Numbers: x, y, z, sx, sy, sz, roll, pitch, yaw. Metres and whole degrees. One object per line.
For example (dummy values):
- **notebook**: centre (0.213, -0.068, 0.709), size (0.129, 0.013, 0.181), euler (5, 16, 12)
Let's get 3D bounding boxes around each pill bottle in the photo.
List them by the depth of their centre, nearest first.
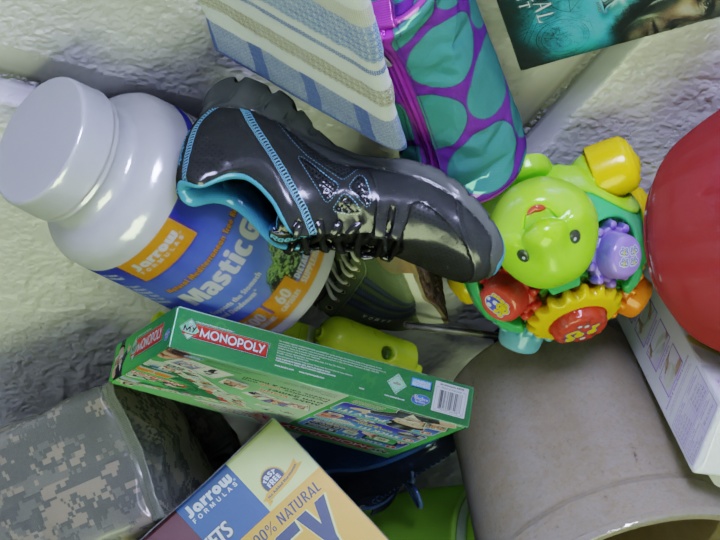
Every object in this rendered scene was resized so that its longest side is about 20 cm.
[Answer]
- **pill bottle**: centre (-0.119, -0.040, 1.566), size (0.112, 0.112, 0.200), euler (-34, 137, 30)

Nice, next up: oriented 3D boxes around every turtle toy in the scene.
- **turtle toy**: centre (0.121, -0.013, 1.631), size (0.145, 0.101, 0.200), euler (-21, 154, 5)

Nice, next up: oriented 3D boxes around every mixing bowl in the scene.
- **mixing bowl**: centre (0.248, -0.022, 1.624), size (0.108, 0.201, 0.200), euler (-7, 149, 35)

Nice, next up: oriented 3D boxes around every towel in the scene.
- **towel**: centre (-0.042, -0.149, 1.415), size (0.024, 0.147, 0.200), euler (-52, 157, -16)

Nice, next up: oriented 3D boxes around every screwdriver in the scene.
- **screwdriver**: centre (0.082, 0.045, 1.740), size (0.029, 0.028, 0.200), euler (-29, 159, 35)

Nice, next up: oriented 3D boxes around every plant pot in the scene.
- **plant pot**: centre (0.147, 0.142, 1.722), size (0.200, 0.184, 0.201), euler (-13, 146, -9)

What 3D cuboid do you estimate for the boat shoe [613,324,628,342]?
- **boat shoe**: centre (0.178, 0.099, 1.862), size (0.200, 0.075, 0.093), euler (-40, 166, 18)

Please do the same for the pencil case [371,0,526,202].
- **pencil case**: centre (0.036, -0.119, 1.507), size (0.085, 0.093, 0.200), euler (7, 151, 24)

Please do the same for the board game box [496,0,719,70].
- **board game box**: centre (0.133, -0.201, 1.473), size (0.135, 0.028, 0.200), euler (-14, 143, 9)

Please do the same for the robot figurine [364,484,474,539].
- **robot figurine**: centre (0.061, 0.220, 1.928), size (0.200, 0.175, 0.116), euler (-11, 102, 25)

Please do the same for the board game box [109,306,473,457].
- **board game box**: centre (-0.046, 0.073, 1.636), size (0.200, 0.029, 0.135), euler (16, 164, -18)

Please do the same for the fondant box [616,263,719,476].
- **fondant box**: centre (0.265, 0.065, 1.701), size (0.144, 0.200, 0.058), euler (9, 117, -16)

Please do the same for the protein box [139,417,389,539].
- **protein box**: centre (-0.036, 0.229, 1.721), size (0.135, 0.199, 0.200), euler (-42, 169, -9)

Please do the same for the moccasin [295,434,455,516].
- **moccasin**: centre (0.003, 0.139, 1.869), size (0.200, 0.081, 0.068), euler (-22, 130, 38)

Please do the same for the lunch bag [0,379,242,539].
- **lunch bag**: centre (-0.185, 0.148, 1.791), size (0.164, 0.118, 0.200), euler (-25, 171, 15)

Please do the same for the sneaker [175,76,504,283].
- **sneaker**: centre (-0.014, -0.033, 1.507), size (0.200, 0.082, 0.073), euler (25, 146, 2)

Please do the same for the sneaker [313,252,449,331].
- **sneaker**: centre (0.000, 0.000, 1.655), size (0.090, 0.067, 0.200), euler (-10, 162, 7)

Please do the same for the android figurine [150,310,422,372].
- **android figurine**: centre (-0.044, 0.064, 1.722), size (0.200, 0.041, 0.182), euler (22, 160, -27)
